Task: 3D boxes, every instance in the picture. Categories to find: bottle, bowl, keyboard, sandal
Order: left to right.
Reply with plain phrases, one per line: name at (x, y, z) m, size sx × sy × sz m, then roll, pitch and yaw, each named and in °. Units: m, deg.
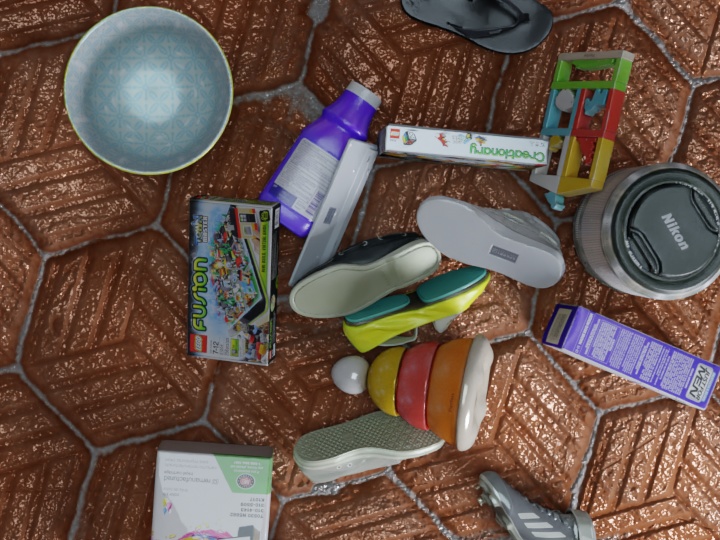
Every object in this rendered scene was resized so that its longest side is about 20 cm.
bowl at (-0.254, -0.215, 1.485) m, size 0.199 × 0.108 × 0.202 m, roll 0°, pitch 93°, yaw -4°
bottle at (-0.047, -0.142, 1.525) m, size 0.083 × 0.065 × 0.201 m, roll 33°, pitch 89°, yaw -7°
keyboard at (-0.034, -0.068, 1.519) m, size 0.056 × 0.011 × 0.201 m, roll 10°, pitch 108°, yaw -46°
sandal at (0.148, -0.324, 1.544) m, size 0.199 × 0.043 × 0.077 m, roll 11°, pitch 91°, yaw -5°

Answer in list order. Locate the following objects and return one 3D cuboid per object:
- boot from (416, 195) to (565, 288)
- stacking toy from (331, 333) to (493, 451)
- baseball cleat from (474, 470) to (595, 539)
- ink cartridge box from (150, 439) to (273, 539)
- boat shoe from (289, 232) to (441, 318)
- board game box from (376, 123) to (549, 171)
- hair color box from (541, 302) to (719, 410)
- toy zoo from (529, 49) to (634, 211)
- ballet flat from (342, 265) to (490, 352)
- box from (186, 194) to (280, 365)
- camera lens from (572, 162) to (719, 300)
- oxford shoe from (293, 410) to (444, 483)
boot at (0.164, -0.048, 1.534) m, size 0.199 × 0.096 × 0.074 m, roll 27°, pitch 116°, yaw -6°
stacking toy at (0.060, 0.138, 1.529) m, size 0.199 × 0.146 × 0.147 m, roll 10°, pitch 91°, yaw 13°
baseball cleat at (0.234, 0.321, 1.569) m, size 0.106 × 0.070 × 0.201 m, roll -36°, pitch 104°, yaw -9°
ink cartridge box at (-0.187, 0.322, 1.521) m, size 0.144 × 0.084 × 0.202 m, roll 4°, pitch 92°, yaw -4°
boat shoe at (0.000, -0.002, 1.534) m, size 0.198 × 0.066 × 0.075 m, roll -24°, pitch 123°, yaw -4°
board game box at (0.123, -0.151, 1.507) m, size 0.198 × 0.126 × 0.035 m, roll 5°, pitch 91°, yaw -4°
hair color box at (0.341, 0.107, 1.541) m, size 0.199 × 0.109 × 0.065 m, roll 25°, pitch 89°, yaw -5°
toy zoo at (0.271, -0.173, 1.517) m, size 0.020 × 0.131 × 0.201 m, roll 12°, pitch 91°, yaw -28°
ballet flat at (0.075, 0.054, 1.549) m, size 0.199 × 0.067 × 0.067 m, roll -19°, pitch 114°, yaw -1°
box at (-0.158, 0.012, 1.504) m, size 0.109 × 0.035 × 0.202 m, roll 5°, pitch 103°, yaw 12°
camera lens at (0.354, -0.048, 1.491) m, size 0.159 × 0.200 × 0.161 m, roll 0°, pitch 92°, yaw -4°
oxford shoe at (0.011, 0.226, 1.550) m, size 0.199 × 0.075 × 0.058 m, roll -11°, pitch 134°, yaw -12°
